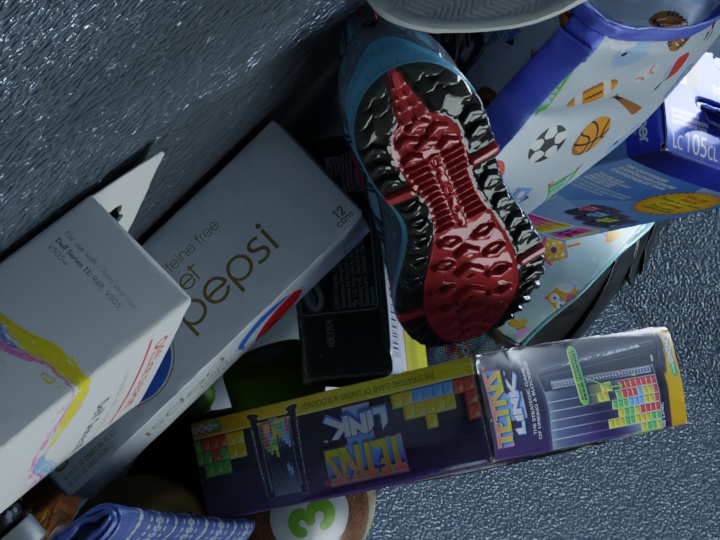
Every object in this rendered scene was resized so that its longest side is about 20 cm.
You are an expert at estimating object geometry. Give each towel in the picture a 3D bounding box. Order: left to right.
[{"bbox_3d":[-0.137,0.160,1.265,0.145,0.024,0.200,-40,164,8],"label":"towel"}]

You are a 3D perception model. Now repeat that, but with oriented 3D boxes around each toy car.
[{"bbox_3d":[-0.099,0.154,1.438,0.157,0.165,0.200,-7,-162,36],"label":"toy car"}]

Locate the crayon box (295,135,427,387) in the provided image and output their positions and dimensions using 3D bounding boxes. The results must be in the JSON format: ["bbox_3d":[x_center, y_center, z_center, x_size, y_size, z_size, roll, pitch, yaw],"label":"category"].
[{"bbox_3d":[0.000,0.000,1.433,0.051,0.128,0.200,-6,175,7],"label":"crayon box"}]

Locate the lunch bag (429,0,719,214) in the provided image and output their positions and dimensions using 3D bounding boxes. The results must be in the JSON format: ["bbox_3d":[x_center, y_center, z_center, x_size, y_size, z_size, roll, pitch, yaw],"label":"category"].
[{"bbox_3d":[0.101,-0.116,1.365,0.170,0.124,0.200,-49,179,35],"label":"lunch bag"}]

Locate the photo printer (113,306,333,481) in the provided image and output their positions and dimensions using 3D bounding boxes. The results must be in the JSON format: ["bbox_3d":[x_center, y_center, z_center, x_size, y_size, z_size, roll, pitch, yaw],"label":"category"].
[{"bbox_3d":[-0.070,0.076,1.683,0.200,0.069,0.166,-40,173,-23],"label":"photo printer"}]

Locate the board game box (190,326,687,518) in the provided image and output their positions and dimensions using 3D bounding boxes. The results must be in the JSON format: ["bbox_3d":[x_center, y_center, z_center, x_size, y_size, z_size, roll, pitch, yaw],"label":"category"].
[{"bbox_3d":[0.040,0.079,1.350,0.199,0.057,0.165,-16,175,42],"label":"board game box"}]

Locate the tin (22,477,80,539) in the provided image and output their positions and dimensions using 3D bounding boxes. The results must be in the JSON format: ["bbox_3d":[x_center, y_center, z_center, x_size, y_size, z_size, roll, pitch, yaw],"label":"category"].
[{"bbox_3d":[-0.214,0.158,1.504,0.112,0.042,0.200,-45,173,-24],"label":"tin"}]

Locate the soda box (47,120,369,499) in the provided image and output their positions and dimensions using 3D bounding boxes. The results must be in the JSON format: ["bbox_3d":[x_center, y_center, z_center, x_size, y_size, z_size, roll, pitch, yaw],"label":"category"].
[{"bbox_3d":[-0.089,0.021,1.295,0.200,0.068,0.064,-44,173,-2],"label":"soda box"}]

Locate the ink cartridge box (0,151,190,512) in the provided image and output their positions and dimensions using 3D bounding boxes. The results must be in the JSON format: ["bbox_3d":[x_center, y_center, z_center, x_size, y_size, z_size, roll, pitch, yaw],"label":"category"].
[{"bbox_3d":[-0.146,0.046,1.131,0.200,0.067,0.117,-40,171,-29],"label":"ink cartridge box"}]

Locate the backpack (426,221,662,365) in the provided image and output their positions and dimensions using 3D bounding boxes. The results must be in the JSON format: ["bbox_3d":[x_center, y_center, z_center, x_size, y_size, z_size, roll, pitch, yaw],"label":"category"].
[{"bbox_3d":[0.114,-0.012,1.867,0.200,0.154,0.176,-37,180,36],"label":"backpack"}]

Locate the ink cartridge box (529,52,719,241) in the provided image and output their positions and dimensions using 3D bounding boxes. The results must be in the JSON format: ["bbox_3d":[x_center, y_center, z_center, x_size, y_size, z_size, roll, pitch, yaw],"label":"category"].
[{"bbox_3d":[0.161,-0.079,1.557,0.199,0.077,0.136,-15,161,39],"label":"ink cartridge box"}]

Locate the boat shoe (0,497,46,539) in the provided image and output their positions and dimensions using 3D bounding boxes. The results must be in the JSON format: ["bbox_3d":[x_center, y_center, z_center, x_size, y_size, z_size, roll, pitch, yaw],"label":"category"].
[{"bbox_3d":[-0.218,0.134,1.255,0.200,0.060,0.076,-31,-174,46],"label":"boat shoe"}]

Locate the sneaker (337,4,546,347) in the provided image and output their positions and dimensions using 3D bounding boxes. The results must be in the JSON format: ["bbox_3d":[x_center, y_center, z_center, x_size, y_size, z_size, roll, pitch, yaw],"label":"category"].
[{"bbox_3d":[0.035,-0.050,1.271,0.079,0.096,0.201,-18,135,-4],"label":"sneaker"}]

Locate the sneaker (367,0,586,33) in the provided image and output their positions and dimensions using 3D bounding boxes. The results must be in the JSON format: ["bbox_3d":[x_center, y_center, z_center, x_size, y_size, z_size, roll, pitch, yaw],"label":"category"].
[{"bbox_3d":[0.086,-0.147,1.190,0.199,0.074,0.116,-19,177,-11],"label":"sneaker"}]
